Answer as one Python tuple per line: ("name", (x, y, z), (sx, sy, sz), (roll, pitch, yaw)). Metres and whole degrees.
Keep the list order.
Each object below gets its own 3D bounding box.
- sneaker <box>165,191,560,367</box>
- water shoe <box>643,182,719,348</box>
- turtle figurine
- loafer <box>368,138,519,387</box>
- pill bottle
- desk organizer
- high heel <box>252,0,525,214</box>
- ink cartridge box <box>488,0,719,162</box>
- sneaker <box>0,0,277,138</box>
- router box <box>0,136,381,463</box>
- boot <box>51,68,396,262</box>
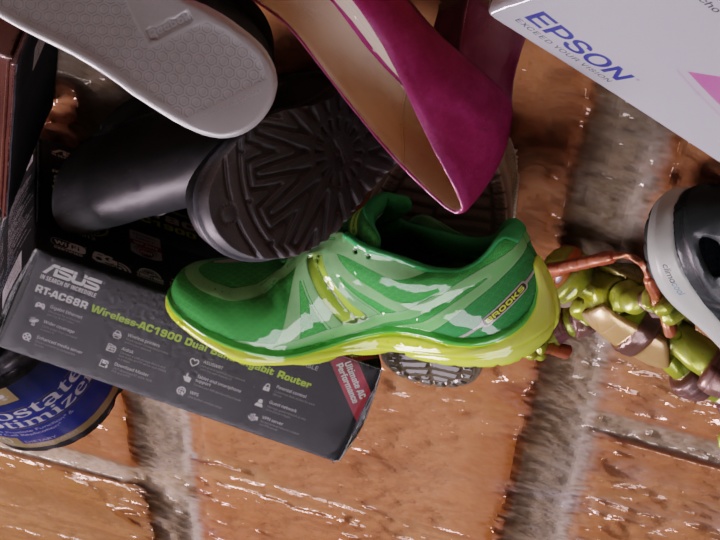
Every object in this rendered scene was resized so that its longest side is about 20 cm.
("sneaker", (0.000, 0.000, 1.457), (0.200, 0.074, 0.084), (-1, 115, 19))
("water shoe", (0.223, 0.022, 1.479), (0.079, 0.072, 0.200), (-11, 147, 43))
("turtle figurine", (0.149, 0.033, 1.566), (0.161, 0.064, 0.200), (36, 157, -12))
("loafer", (0.041, -0.021, 1.519), (0.075, 0.068, 0.200), (9, 142, 1))
("pill bottle", (-0.213, 0.028, 1.729), (0.112, 0.112, 0.200), (10, 165, 16))
("desk organizer", (-0.197, -0.105, 1.482), (0.077, 0.072, 0.200), (20, 158, -1))
("high heel", (-0.020, -0.103, 1.319), (0.200, 0.096, 0.067), (26, 157, -22))
("ink cartridge box", (0.189, -0.098, 1.256), (0.196, 0.043, 0.200), (30, 156, -29))
("sneaker", (-0.120, -0.131, 1.358), (0.200, 0.071, 0.099), (37, -173, 0))
("router box", (-0.093, 0.013, 1.579), (0.200, 0.062, 0.150), (20, -159, -15))
("boot", (-0.082, -0.048, 1.436), (0.200, 0.165, 0.066), (-4, 111, 43))
